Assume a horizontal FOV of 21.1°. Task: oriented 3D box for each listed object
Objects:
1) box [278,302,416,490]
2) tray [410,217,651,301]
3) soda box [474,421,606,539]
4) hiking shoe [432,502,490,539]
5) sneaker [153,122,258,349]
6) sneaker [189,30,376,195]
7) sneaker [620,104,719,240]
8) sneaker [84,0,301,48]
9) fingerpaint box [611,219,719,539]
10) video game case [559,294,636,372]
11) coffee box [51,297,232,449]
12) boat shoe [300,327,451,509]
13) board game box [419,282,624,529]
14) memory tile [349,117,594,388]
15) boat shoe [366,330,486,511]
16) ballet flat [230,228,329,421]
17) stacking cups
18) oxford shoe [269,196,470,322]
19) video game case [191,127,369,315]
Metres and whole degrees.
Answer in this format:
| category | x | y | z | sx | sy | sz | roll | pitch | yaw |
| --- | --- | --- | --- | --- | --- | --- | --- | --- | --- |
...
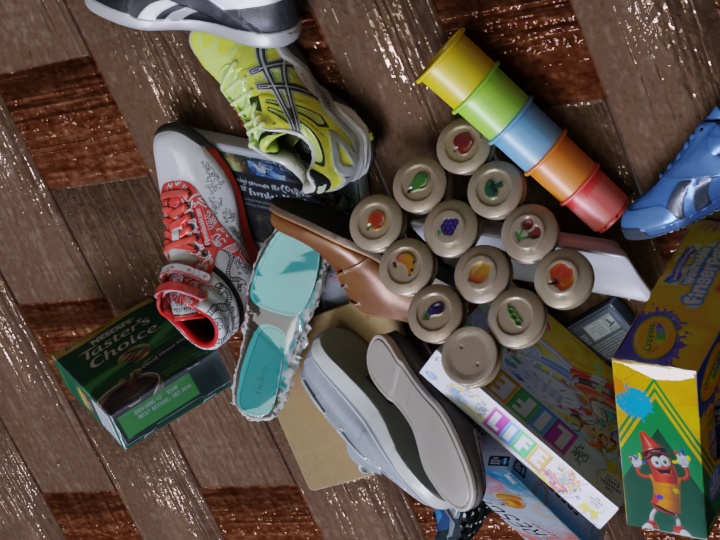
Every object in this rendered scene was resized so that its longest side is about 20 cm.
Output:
| category | x | y | z | sx | sy | sz | roll | pitch | yaw |
| --- | --- | --- | --- | --- | --- | --- | --- | --- | --- |
| box | -0.007 | 0.113 | 1.812 | 0.199 | 0.021 | 0.164 | -20 | 95 | 43 |
| tray | 0.149 | -0.015 | 1.646 | 0.199 | 0.022 | 0.107 | 10 | 164 | 26 |
| soda box | 0.156 | 0.190 | 1.733 | 0.063 | 0.069 | 0.200 | -2 | 150 | 33 |
| hiking shoe | 0.084 | 0.173 | 1.831 | 0.086 | 0.074 | 0.201 | 21 | 123 | 28 |
| sneaker | -0.154 | -0.026 | 1.766 | 0.067 | 0.108 | 0.202 | -5 | 120 | 36 |
| sneaker | -0.077 | -0.147 | 1.672 | 0.200 | 0.076 | 0.076 | 41 | 138 | 12 |
| sneaker | 0.276 | -0.086 | 1.512 | 0.200 | 0.066 | 0.079 | -27 | 95 | 42 |
| sneaker | -0.143 | -0.263 | 1.644 | 0.199 | 0.073 | 0.112 | 11 | 125 | 15 |
| fingerpaint box | 0.272 | 0.083 | 1.541 | 0.073 | 0.200 | 0.168 | 8 | 127 | 26 |
| video game case | 0.241 | 0.127 | 1.723 | 0.200 | 0.019 | 0.143 | 48 | 135 | -8 |
| coffee box | -0.214 | 0.095 | 1.858 | 0.200 | 0.123 | 0.044 | 32 | 150 | 62 |
| boat shoe | 0.018 | 0.144 | 1.748 | 0.201 | 0.070 | 0.072 | 50 | 133 | 20 |
| board game box | 0.163 | 0.110 | 1.650 | 0.200 | 0.134 | 0.034 | 41 | 132 | 6 |
| memory tile | 0.089 | -0.016 | 1.602 | 0.153 | 0.017 | 0.200 | -40 | 65 | 11 |
| boat shoe | 0.071 | 0.122 | 1.659 | 0.200 | 0.057 | 0.067 | 58 | 142 | 41 |
| ballet flat | -0.073 | 0.041 | 1.785 | 0.071 | 0.072 | 0.201 | 22 | 104 | 17 |
| stacking cups | 0.139 | -0.113 | 1.582 | 0.200 | 0.061 | 0.061 | 40 | 135 | -4 |
| oxford shoe | 0.000 | 0.000 | 1.703 | 0.199 | 0.071 | 0.072 | 30 | 110 | 4 |
| video game case | -0.076 | -0.038 | 1.800 | 0.199 | 0.023 | 0.183 | 13 | 129 | 26 |
